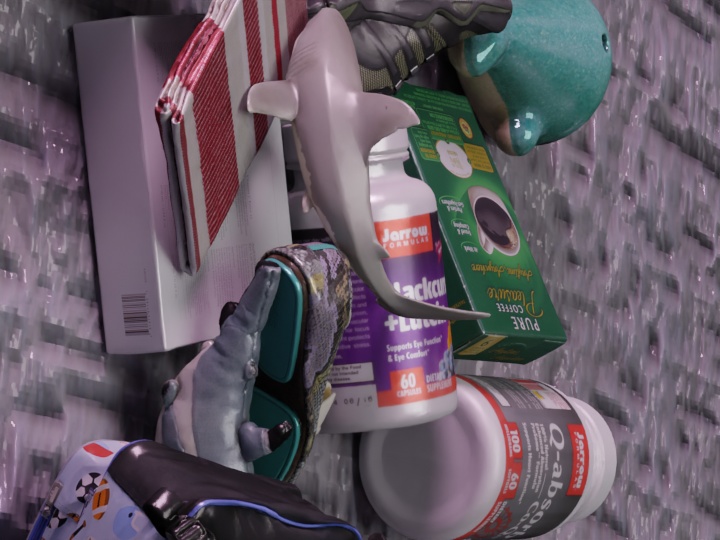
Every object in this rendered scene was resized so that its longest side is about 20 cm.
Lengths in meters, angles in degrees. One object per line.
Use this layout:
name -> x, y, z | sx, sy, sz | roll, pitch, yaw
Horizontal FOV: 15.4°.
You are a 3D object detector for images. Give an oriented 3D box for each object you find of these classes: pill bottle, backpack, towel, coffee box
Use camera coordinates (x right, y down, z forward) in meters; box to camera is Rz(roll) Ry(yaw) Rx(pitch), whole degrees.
pill bottle -> 0.096, 0.133, 1.880 | 0.200, 0.115, 0.117 | 6, 81, -57
backpack -> -0.111, 0.197, 1.493 | 0.199, 0.154, 0.191 | 22, 95, -46
pill bottle -> 0.000, 0.000, 1.746 | 0.111, 0.111, 0.202 | -14, 99, -57
towel -> -0.075, -0.115, 1.589 | 0.145, 0.023, 0.201 | 86, 22, -50
coffee box -> 0.065, -0.033, 1.849 | 0.123, 0.044, 0.201 | 5, 59, -58

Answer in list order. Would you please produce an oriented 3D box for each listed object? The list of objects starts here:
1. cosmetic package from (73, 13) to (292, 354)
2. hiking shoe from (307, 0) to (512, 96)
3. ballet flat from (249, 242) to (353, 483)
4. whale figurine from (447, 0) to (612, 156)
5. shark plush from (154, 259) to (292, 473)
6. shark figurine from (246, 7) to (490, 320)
cosmetic package -> -0.105, -0.057, 1.642 | 0.150, 0.051, 0.202 | -9, 95, -56
hiking shoe -> 0.013, -0.157, 1.795 | 0.199, 0.076, 0.101 | -7, 124, -34
ballet flat -> -0.040, 0.066, 1.645 | 0.072, 0.072, 0.201 | -43, 154, -51
whale figurine -> 0.122, -0.164, 1.938 | 0.200, 0.103, 0.160 | 26, 58, -68
shark plush -> -0.072, 0.093, 1.601 | 0.091, 0.083, 0.201 | 13, 98, -61
shark figurine -> 0.007, -0.061, 1.616 | 0.128, 0.089, 0.216 | -17, 89, -64
